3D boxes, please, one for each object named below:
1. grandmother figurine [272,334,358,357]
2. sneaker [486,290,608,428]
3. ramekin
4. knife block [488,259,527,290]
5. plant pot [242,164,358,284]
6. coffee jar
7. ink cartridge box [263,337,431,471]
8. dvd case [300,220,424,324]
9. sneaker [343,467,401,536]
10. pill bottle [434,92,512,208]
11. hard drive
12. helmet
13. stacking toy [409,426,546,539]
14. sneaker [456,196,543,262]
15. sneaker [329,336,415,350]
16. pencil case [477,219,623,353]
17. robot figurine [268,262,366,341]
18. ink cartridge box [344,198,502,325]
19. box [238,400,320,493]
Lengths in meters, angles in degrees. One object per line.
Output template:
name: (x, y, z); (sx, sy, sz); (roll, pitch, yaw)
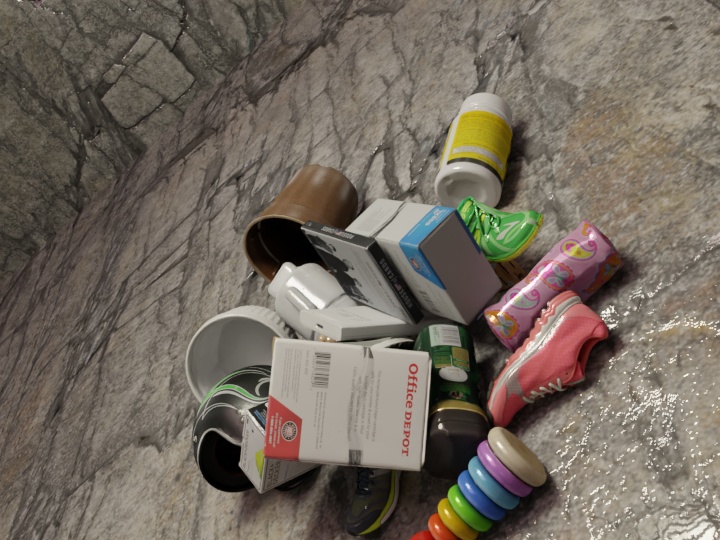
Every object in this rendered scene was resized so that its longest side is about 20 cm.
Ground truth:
grandmother figurine: (-0.032, 0.136, 1.300); (0.061, 0.198, 0.122); (108, 152, -42)
sneaker: (0.233, 0.126, 1.055); (0.087, 0.074, 0.201); (38, 99, 30)
ramekin: (-0.193, 0.156, 1.464); (0.200, 0.201, 0.105); (-38, 5, 17)
knife block: (0.173, -0.039, 1.335); (0.199, 0.064, 0.177); (-21, 40, 40)
plant pot: (-0.103, -0.092, 1.652); (0.199, 0.201, 0.199); (-22, 31, 38)
coffee jar: (0.117, 0.173, 1.119); (0.201, 0.084, 0.105); (-91, 11, -51)
ink cartridge box: (-0.018, 0.169, 1.065); (0.083, 0.197, 0.149); (130, 146, -80)
dvd case: (0.000, 0.000, 1.260); (0.025, 0.151, 0.199); (-43, 29, -17)
sneaker: (0.016, 0.267, 1.166); (0.073, 0.081, 0.201); (-14, 44, 45)
pill bottle: (0.200, -0.204, 1.445); (0.114, 0.114, 0.202); (-19, 41, 41)
hard drive: (0.024, 0.077, 1.286); (0.131, 0.198, 0.027); (16, 105, 58)
helmet: (-0.167, 0.249, 1.327); (0.189, 0.200, 0.202); (-6, 48, 35)
stacking toy: (0.128, 0.286, 1.008); (0.200, 0.085, 0.086); (-50, 29, 10)
sneaker: (0.173, -0.061, 1.212); (0.199, 0.084, 0.075); (-2, 51, 50)
sneaker: (-0.009, 0.125, 1.180); (0.198, 0.075, 0.079); (-12, 35, -27)
pencil case: (0.256, 0.025, 1.131); (0.200, 0.087, 0.088); (-43, 30, 11)
robot figurine: (-0.066, 0.066, 1.422); (0.199, 0.169, 0.114); (37, 100, 27)
ink cartridge box: (0.086, -0.018, 1.204); (0.084, 0.146, 0.199); (-45, 27, -17)
box: (-0.070, 0.222, 1.193); (0.060, 0.198, 0.118); (42, 134, 36)
